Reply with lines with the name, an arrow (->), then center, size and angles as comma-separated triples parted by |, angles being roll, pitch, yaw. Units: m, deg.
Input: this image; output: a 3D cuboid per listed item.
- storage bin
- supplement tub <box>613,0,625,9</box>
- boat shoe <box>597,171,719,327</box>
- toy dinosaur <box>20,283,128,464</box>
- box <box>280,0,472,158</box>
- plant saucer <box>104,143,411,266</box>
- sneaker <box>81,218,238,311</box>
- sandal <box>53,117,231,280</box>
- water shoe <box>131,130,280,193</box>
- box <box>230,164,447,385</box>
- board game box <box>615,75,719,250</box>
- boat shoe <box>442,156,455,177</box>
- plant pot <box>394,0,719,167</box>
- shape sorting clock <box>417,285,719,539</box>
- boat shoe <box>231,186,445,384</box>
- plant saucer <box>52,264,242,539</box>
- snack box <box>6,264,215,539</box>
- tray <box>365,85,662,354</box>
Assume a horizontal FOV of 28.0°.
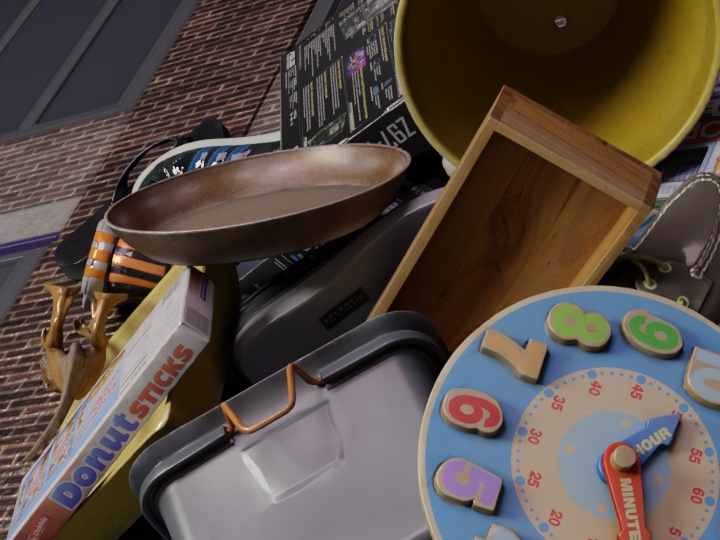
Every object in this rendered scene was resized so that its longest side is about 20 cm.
storage bin -> -0.014, 0.135, 0.795 | 0.199, 0.146, 0.135 | -30, 43, 1
supplement tub -> 0.250, -0.245, 1.070 | 0.143, 0.145, 0.201 | -17, 35, 19
boat shoe -> 0.158, 0.027, 0.808 | 0.072, 0.060, 0.203 | 15, 72, 54
toy dinosaur -> -0.197, 0.067, 1.005 | 0.060, 0.107, 0.200 | 7, 2, -10
box -> 0.011, -0.146, 1.092 | 0.160, 0.044, 0.201 | -35, 31, 20
plant saucer -> -0.063, -0.042, 0.922 | 0.198, 0.032, 0.200 | -11, 16, 3
sneaker -> -0.155, 0.009, 1.125 | 0.200, 0.111, 0.078 | -163, 88, -82
sandal -> -0.191, -0.071, 1.280 | 0.200, 0.043, 0.076 | -45, 36, -20
water shoe -> -0.108, -0.065, 1.179 | 0.198, 0.072, 0.079 | -16, 34, 21
box -> 0.008, 0.021, 0.996 | 0.198, 0.050, 0.200 | -40, 34, -11
board game box -> 0.239, -0.069, 0.922 | 0.199, 0.062, 0.201 | -2, 42, 36
boat shoe -> 0.103, -0.112, 1.031 | 0.093, 0.074, 0.200 | -65, 20, 20
plant pot -> 0.124, -0.166, 0.933 | 0.198, 0.201, 0.142 | -21, 23, 15
shape sorting clock -> 0.127, 0.098, 0.723 | 0.198, 0.039, 0.202 | 3, 64, -6
boat shoe -> 0.000, 0.000, 0.935 | 0.199, 0.070, 0.066 | -37, 35, 5
plant saucer -> -0.145, 0.095, 0.967 | 0.200, 0.048, 0.201 | -45, 22, 33
snack box -> -0.155, 0.089, 0.886 | 0.200, 0.024, 0.072 | -50, 20, 21
tray -> 0.079, -0.003, 0.824 | 0.201, 0.098, 0.037 | -61, 1, 43
